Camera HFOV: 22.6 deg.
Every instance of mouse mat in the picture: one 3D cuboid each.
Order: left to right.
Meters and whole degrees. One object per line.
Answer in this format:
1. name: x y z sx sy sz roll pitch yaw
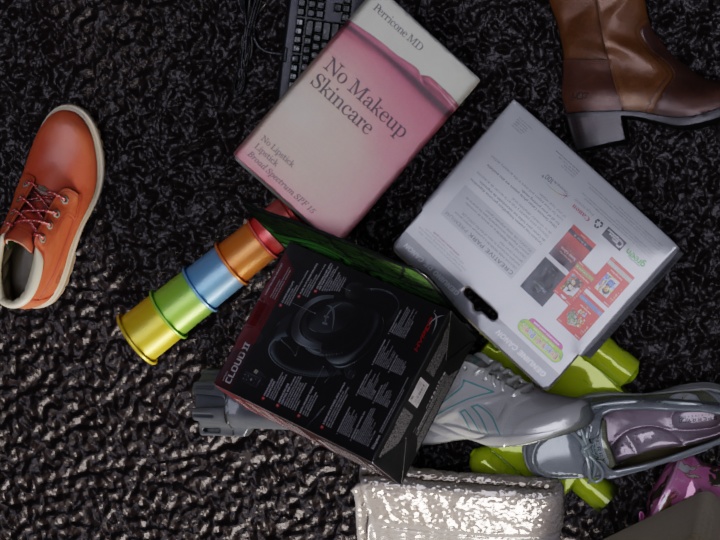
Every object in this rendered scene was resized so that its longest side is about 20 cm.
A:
1. mouse mat: 0.000 0.000 1.609 0.199 0.161 0.008 23 78 29

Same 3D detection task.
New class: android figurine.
1. android figurine: 0.175 0.130 1.686 0.200 0.041 0.182 40 100 0

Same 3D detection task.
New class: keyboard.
1. keyboard: -0.062 -0.201 1.689 0.126 0.021 0.202 8 97 6

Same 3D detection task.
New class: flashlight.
1. flashlight: -0.062 0.117 1.682 0.198 0.068 0.068 1 133 26

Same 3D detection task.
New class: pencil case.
1. pencil case: 0.356 0.242 1.655 0.199 0.087 0.083 27 135 4

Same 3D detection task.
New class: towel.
1. towel: 0.092 0.236 1.676 0.198 0.035 0.133 3 135 8

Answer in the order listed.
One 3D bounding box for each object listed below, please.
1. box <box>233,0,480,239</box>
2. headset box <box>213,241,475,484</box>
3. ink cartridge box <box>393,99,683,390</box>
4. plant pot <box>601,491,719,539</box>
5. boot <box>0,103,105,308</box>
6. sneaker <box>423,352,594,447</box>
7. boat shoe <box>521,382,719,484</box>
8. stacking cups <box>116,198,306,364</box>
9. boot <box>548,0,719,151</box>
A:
1. box: -0.004 -0.137 1.628 0.128 0.109 0.200 41 92 -3
2. headset box: -0.022 0.077 1.597 0.199 0.077 0.150 22 78 30
3. ink cartridge box: 0.159 -0.020 1.627 0.200 0.084 0.176 44 97 12
4. plant pot: 0.270 0.353 1.587 0.199 0.177 0.201 -31 102 28
5. boot: -0.296 -0.058 1.694 0.074 0.107 0.202 14 97 7
6. sneaker: 0.116 0.116 1.624 0.199 0.070 0.081 -2 93 35
7. boat shoe: 0.244 0.149 1.630 0.200 0.065 0.075 -10 98 7
8. stacking cups: -0.138 0.005 1.710 0.199 0.061 0.061 -39 91 5
9. boot: 0.264 -0.223 1.635 0.186 0.068 0.202 -10 88 16
